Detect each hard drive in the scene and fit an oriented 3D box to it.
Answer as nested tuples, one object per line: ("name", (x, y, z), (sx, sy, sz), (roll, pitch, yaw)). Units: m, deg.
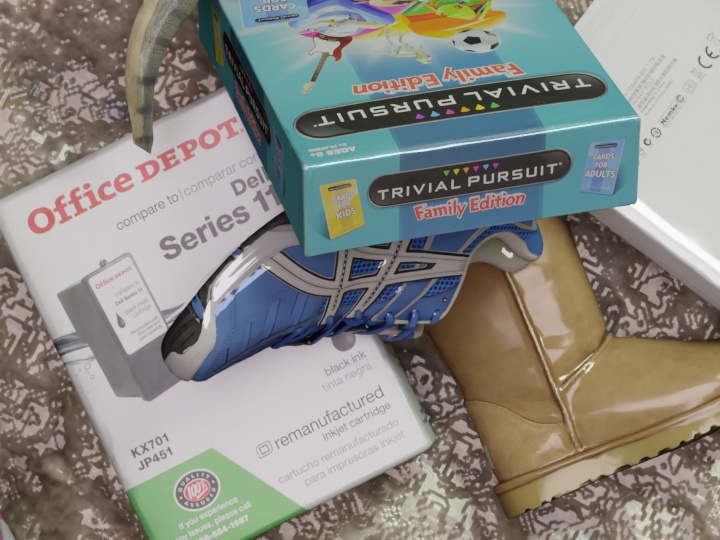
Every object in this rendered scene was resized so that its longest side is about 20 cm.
("hard drive", (0.179, -0.053, 1.278), (0.200, 0.027, 0.132), (37, 65, 3))

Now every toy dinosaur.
("toy dinosaur", (-0.081, -0.162, 1.193), (0.088, 0.047, 0.201), (31, 92, 7))

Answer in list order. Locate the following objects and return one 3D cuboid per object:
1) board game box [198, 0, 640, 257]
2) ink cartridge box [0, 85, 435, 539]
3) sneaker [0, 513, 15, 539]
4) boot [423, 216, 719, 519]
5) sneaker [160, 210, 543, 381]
("board game box", (0.021, -0.088, 1.201), (0.150, 0.200, 0.047), (-9, 124, -13))
("ink cartridge box", (-0.070, 0.026, 1.286), (0.146, 0.083, 0.201), (-27, 87, 1))
("sneaker", (-0.216, 0.096, 1.289), (0.081, 0.088, 0.201), (-22, 88, 2))
("boot", (0.102, -0.002, 1.288), (0.174, 0.066, 0.201), (-24, 87, 1))
("sneaker", (0.000, 0.000, 1.205), (0.199, 0.076, 0.077), (-31, 85, -22))
